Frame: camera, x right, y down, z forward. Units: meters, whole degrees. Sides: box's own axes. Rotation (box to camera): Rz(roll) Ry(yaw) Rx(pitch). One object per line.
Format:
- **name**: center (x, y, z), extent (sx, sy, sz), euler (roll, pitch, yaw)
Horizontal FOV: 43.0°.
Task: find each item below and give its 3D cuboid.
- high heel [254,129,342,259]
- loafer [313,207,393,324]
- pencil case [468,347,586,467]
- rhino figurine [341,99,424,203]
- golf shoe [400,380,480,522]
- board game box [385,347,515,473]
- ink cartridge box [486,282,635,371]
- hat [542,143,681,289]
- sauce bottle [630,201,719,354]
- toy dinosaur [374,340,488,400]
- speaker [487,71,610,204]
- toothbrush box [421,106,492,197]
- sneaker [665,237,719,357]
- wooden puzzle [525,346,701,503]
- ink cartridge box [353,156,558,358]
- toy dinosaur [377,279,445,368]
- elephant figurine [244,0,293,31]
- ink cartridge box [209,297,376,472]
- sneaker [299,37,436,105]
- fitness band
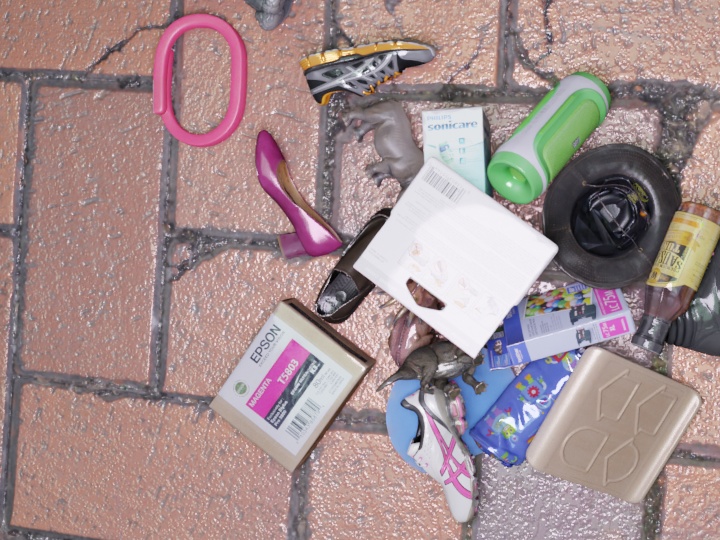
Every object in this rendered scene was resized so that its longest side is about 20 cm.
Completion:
- **high heel**: center (-0.090, -0.117, 1.351), extent (0.096, 0.067, 0.200), euler (-11, 103, 22)
- **loafer**: center (0.000, 0.000, 1.323), extent (0.073, 0.071, 0.200), euler (34, 104, 9)
- **pencil case**: center (0.243, 0.184, 1.266), extent (0.200, 0.078, 0.087), euler (-48, 57, 3)
- **rhino figurine**: center (0.052, -0.155, 1.324), extent (0.087, 0.060, 0.200), euler (-24, 87, 15)
- **golf shoe**: center (0.110, 0.255, 1.265), extent (0.092, 0.073, 0.200), euler (-13, 95, -5)
- **board game box**: center (0.129, 0.193, 1.311), extent (0.200, 0.039, 0.158), euler (-19, 105, -7)
- **ink cartridge box**: center (0.264, 0.069, 1.249), extent (0.200, 0.119, 0.042), euler (-20, 113, 13)
- **hat**: center (0.333, -0.072, 1.252), extent (0.200, 0.081, 0.201), euler (0, 88, -5)
- **sauce bottle**: center (0.410, 0.011, 1.189), extent (0.066, 0.066, 0.200), euler (22, 88, 11)
- **toy dinosaur**: center (0.110, 0.127, 1.234), extent (0.200, 0.102, 0.077), euler (-29, 120, -7)
- **speaker**: center (0.254, -0.180, 1.222), extent (0.088, 0.088, 0.200), euler (38, 64, 9)
- **toothbrush box**: center (0.138, -0.115, 1.261), extent (0.085, 0.146, 0.201), euler (-2, 91, 12)
- **sneaker**: center (0.455, 0.018, 1.230), extent (0.099, 0.071, 0.201), euler (3, 96, 7)
- **wooden puzzle**: center (0.341, 0.209, 1.244), extent (0.200, 0.046, 0.186), euler (24, 100, -22)
- **ink cartridge box**: center (0.121, -0.017, 1.169), extent (0.200, 0.045, 0.176), euler (37, 97, 9)
- **toy dinosaur**: center (0.069, 0.078, 1.281), extent (0.086, 0.136, 0.200), euler (5, 98, 11)
- **elephant figurine**: center (-0.189, -0.448, 1.330), extent (0.200, 0.155, 0.142), euler (25, 118, 2)
- **ink cartridge box**: center (-0.101, 0.168, 1.355), extent (0.165, 0.075, 0.200), euler (36, 99, 9)
- **sneaker**: center (0.014, -0.292, 1.329), extent (0.200, 0.078, 0.077), euler (-7, 103, 16)
- **fitness band**: center (-0.245, -0.290, 1.402), extent (0.143, 0.037, 0.201), euler (3, 92, 10)
